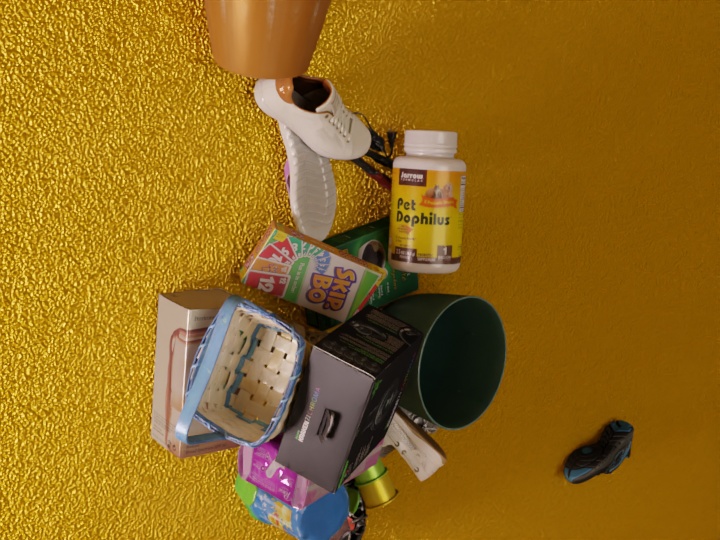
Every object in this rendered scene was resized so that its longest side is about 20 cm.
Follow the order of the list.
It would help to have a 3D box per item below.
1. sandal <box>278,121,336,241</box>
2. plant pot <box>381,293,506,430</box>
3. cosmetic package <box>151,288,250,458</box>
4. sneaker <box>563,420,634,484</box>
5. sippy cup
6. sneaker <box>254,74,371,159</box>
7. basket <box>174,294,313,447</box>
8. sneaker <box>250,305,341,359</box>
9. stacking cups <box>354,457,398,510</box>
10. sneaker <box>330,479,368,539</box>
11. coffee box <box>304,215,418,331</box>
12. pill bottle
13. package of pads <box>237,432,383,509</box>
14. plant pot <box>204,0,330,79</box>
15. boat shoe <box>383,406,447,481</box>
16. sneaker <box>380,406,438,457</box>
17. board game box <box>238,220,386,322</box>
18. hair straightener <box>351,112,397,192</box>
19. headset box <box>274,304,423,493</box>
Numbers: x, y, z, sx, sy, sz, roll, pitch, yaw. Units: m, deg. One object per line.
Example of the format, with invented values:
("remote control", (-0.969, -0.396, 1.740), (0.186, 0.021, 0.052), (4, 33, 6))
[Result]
("sandal", (-0.080, -0.138, 1.412), (0.082, 0.049, 0.206), (-10, 95, -43))
("plant pot", (0.101, 0.128, 1.564), (0.199, 0.160, 0.204), (-9, 103, -42))
("cosmetic package", (-0.212, 0.134, 1.348), (0.102, 0.087, 0.203), (-6, 106, -38))
("sneaker", (0.485, 0.383, 2.037), (0.199, 0.073, 0.083), (-27, 120, -32))
("sippy cup", (-0.086, 0.327, 1.478), (0.176, 0.130, 0.141), (-26, 116, -27))
("sneaker", (-0.044, -0.206, 1.360), (0.199, 0.084, 0.074), (23, 68, -41))
("basket", (-0.146, 0.129, 1.237), (0.178, 0.138, 0.200), (-66, 163, -3))
("sneaker", (-0.070, 0.102, 1.438), (0.114, 0.076, 0.200), (-24, 133, 15))
("stacking cups", (-0.003, 0.260, 1.546), (0.060, 0.060, 0.202), (-24, 96, -33))
("sneaker", (-0.013, 0.366, 1.592), (0.076, 0.081, 0.203), (-7, 105, -39))
("coffee box", (0.000, 0.000, 1.522), (0.198, 0.044, 0.125), (-23, 117, -34))
("pill bottle", (0.098, -0.101, 1.479), (0.108, 0.109, 0.203), (-3, 99, -40))
("package of pads", (-0.066, 0.249, 1.416), (0.199, 0.119, 0.077), (-16, 123, -56))
("plant pot", (-0.115, -0.343, 1.240), (0.198, 0.200, 0.185), (-16, 129, -36))
("boat shoe", (0.043, 0.245, 1.569), (0.200, 0.071, 0.069), (44, 95, 3))
("sneaker", (0.088, 0.236, 1.642), (0.199, 0.082, 0.075), (-36, 124, -27))
("board game box", (-0.062, 0.008, 1.413), (0.198, 0.030, 0.096), (21, 116, -32))
("hair straightener", (0.020, -0.179, 1.498), (0.199, 0.041, 0.078), (29, 83, -38))
("headset box", (-0.015, 0.163, 1.314), (0.200, 0.092, 0.176), (-31, 143, -64))
